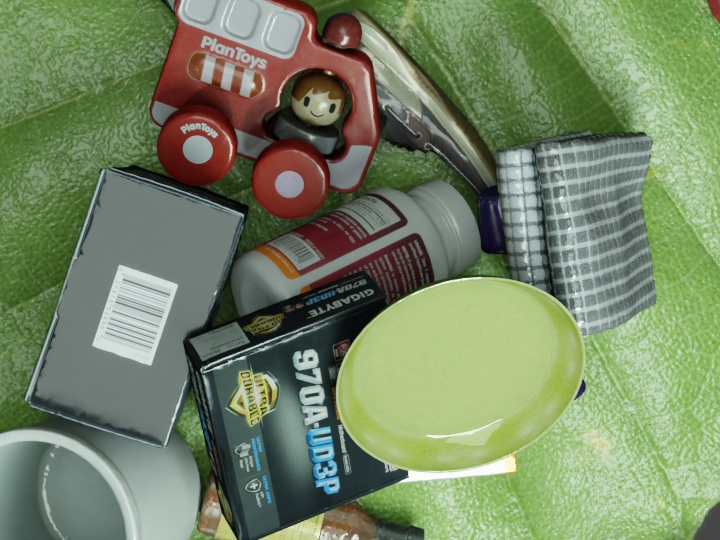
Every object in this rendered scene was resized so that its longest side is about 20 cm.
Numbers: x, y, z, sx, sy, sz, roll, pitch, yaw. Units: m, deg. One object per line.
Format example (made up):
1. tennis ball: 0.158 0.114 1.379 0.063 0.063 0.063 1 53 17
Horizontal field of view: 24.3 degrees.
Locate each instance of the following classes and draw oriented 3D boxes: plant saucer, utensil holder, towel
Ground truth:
1. plant saucer: 0.077 0.077 1.314 0.199 0.031 0.200 -6 129 -8
2. utensil holder: -0.234 0.201 1.387 0.169 0.200 0.170 1 93 11
3. towel: 0.191 -0.034 1.409 0.085 0.200 0.166 -8 94 29

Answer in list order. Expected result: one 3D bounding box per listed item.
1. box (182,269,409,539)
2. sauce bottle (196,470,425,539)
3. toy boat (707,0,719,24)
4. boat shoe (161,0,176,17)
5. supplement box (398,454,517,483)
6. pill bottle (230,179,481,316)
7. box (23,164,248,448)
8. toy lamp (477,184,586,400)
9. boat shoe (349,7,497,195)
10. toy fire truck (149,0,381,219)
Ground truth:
1. box: -0.048 0.113 1.345 0.159 0.046 0.200 -20 129 -16
2. sauce bottle: -0.043 0.227 1.483 0.199 0.066 0.066 16 94 -3
3. toy boat: 0.396 -0.276 1.436 0.200 0.131 0.131 -21 96 -1
4. boat shoe: -0.164 -0.266 1.436 0.074 0.068 0.199 -50 120 -9
5. supplement box: 0.032 0.120 1.475 0.199 0.074 0.126 -4 95 -3
6. pill bottle: 0.000 0.000 1.421 0.200 0.113 0.113 -26 96 -25
7. box: -0.180 0.023 1.393 0.124 0.197 0.200 19 93 -5
8. toy lamp: 0.146 0.021 1.464 0.058 0.058 0.200 -18 110 -2
9. boat shoe: 0.043 -0.138 1.461 0.065 0.072 0.200 -40 99 12
10. toy fire truck: -0.075 -0.150 1.404 0.200 0.112 0.168 19 115 -5
